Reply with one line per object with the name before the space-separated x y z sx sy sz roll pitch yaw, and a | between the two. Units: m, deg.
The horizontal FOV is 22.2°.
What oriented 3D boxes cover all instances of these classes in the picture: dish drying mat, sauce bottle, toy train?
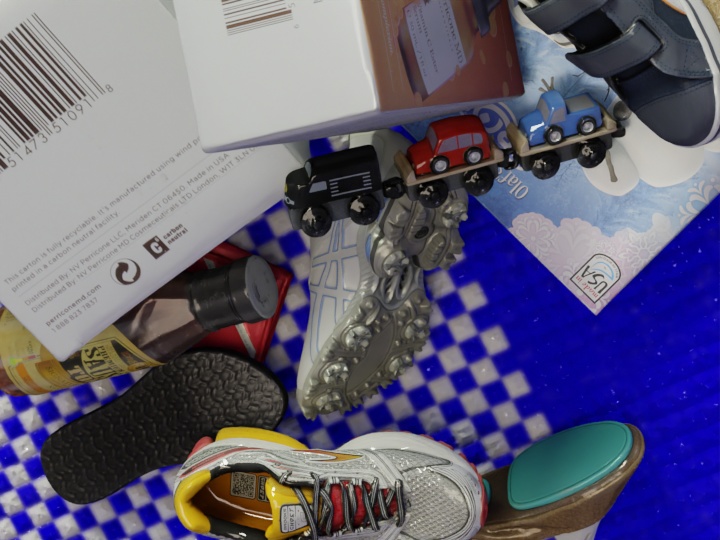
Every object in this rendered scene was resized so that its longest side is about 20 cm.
dish drying mat | -0.145 -0.003 1.196 0.198 0.018 0.078 23 112 8
sauce bottle | -0.147 0.032 1.162 0.198 0.066 0.067 -15 102 27
toy train | 0.053 -0.064 1.028 0.198 0.034 0.046 -14 118 -7

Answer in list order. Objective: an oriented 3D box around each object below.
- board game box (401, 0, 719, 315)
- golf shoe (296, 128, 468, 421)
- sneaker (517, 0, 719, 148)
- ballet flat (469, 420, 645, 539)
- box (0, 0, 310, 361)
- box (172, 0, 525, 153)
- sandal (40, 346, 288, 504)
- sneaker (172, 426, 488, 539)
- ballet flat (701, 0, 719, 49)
board game box | 0.135 -0.113 1.068 0.200 0.043 0.199 43 113 0
golf shoe | 0.000 0.000 1.140 0.097 0.078 0.201 52 132 36
sneaker | 0.125 -0.147 0.986 0.078 0.079 0.201 -26 93 55
ballet flat | 0.101 0.156 1.156 0.199 0.068 0.073 -26 119 21
box | -0.162 -0.095 1.071 0.198 0.131 0.200 -35 116 16
box | -0.007 -0.152 0.973 0.105 0.200 0.154 -10 93 27
sandal | -0.129 0.098 1.213 0.199 0.045 0.076 -23 95 31
sneaker | -0.021 0.144 1.118 0.197 0.082 0.079 0 103 14
ballet flat | 0.238 -0.096 0.988 0.070 0.065 0.201 -30 95 18
